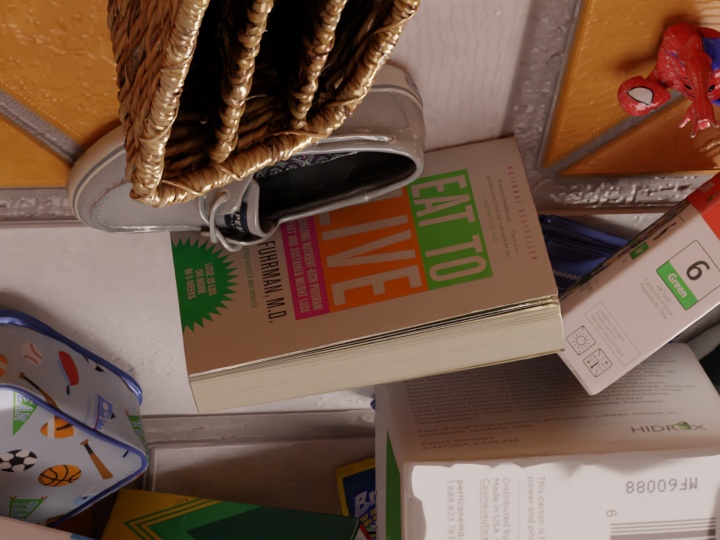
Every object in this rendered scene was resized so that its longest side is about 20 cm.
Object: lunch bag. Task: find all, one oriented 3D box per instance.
[{"bbox_3d":[-0.232,0.112,1.494,0.200,0.076,0.160,-31,141,24],"label":"lunch bag"}]

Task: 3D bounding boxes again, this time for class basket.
[{"bbox_3d":[-0.032,-0.136,1.188,0.142,0.149,0.200,4,137,-17],"label":"basket"}]

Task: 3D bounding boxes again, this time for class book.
[{"bbox_3d":[0.000,0.000,1.366,0.199,0.134,0.048,-12,138,0],"label":"book"}]

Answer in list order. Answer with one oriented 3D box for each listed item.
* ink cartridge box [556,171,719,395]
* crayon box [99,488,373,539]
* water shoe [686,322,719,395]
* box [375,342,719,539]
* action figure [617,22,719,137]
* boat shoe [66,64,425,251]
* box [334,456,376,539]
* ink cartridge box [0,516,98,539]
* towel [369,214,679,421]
[{"bbox_3d":[0.192,-0.014,1.399,0.200,0.109,0.050,-38,93,6],"label":"ink cartridge box"},{"bbox_3d":[-0.052,0.220,1.619,0.172,0.058,0.200,6,147,27],"label":"crayon box"},{"bbox_3d":[0.262,0.048,1.521,0.071,0.079,0.200,17,133,-30],"label":"water shoe"},{"bbox_3d":[0.113,0.164,1.461,0.199,0.171,0.200,-2,108,-3],"label":"box"},{"bbox_3d":[0.234,-0.106,1.325,0.199,0.099,0.065,-18,138,13],"label":"action figure"},{"bbox_3d":[-0.061,-0.051,1.340,0.200,0.072,0.070,-16,140,7],"label":"boat shoe"},{"bbox_3d":[0.048,0.197,1.661,0.070,0.064,0.200,-17,140,9],"label":"box"},{"bbox_3d":[-0.218,0.249,1.483,0.147,0.145,0.200,17,151,-29],"label":"ink cartridge box"},{"bbox_3d":[0.113,0.044,1.534,0.144,0.024,0.200,14,136,-29],"label":"towel"}]
